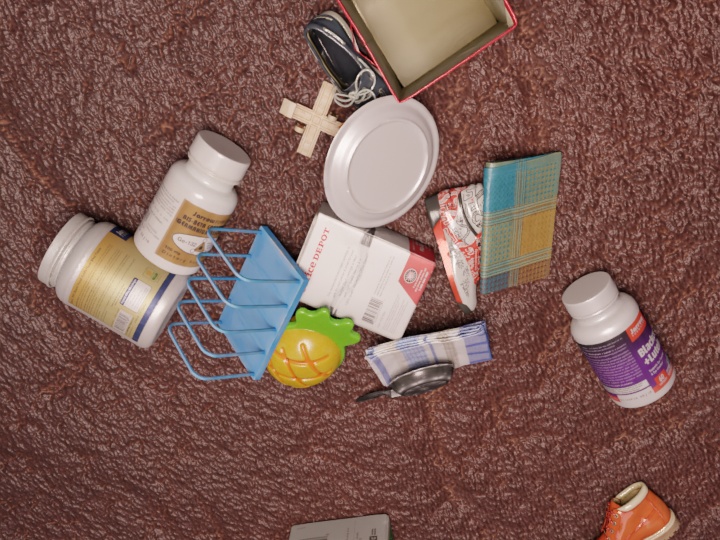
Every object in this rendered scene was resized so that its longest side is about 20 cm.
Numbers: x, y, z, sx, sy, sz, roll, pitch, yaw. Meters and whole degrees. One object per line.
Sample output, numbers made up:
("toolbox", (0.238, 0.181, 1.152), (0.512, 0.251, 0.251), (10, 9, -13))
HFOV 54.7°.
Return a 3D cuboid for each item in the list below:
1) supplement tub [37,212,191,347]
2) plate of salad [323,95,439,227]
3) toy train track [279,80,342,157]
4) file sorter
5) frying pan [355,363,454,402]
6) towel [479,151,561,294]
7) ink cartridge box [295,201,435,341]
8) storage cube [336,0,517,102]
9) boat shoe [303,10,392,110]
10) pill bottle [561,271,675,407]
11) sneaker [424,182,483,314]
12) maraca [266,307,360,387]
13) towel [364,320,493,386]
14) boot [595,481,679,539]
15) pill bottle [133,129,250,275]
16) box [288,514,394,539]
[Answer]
("supplement tub", (-0.383, 0.014, 1.096), (0.198, 0.145, 0.145), (32, 109, -8))
("plate of salad", (0.029, -0.158, 1.015), (0.198, 0.048, 0.203), (-19, 128, -26))
("toy train track", (-0.029, -0.208, 1.051), (0.197, 0.033, 0.116), (23, 110, -6))
("file sorter", (-0.196, 0.051, 1.069), (0.121, 0.139, 0.202), (1, 126, -44))
("frying pan", (0.068, 0.193, 1.154), (0.187, 0.115, 0.031), (-20, 68, 9))
("towel", (0.239, -0.073, 1.054), (0.145, 0.022, 0.203), (-12, 114, -28))
("ink cartridge box", (0.000, 0.000, 1.099), (0.197, 0.083, 0.148), (23, 110, -5))
("storage cube", (0.079, -0.350, 0.915), (0.198, 0.180, 0.172), (-30, 106, 15))
("boat shoe", (-0.007, -0.274, 0.996), (0.074, 0.062, 0.201), (-19, 114, 37))
("pill bottle", (0.401, 0.106, 1.096), (0.111, 0.112, 0.201), (-32, 105, 14))
("sneaker", (0.179, -0.034, 1.083), (0.106, 0.067, 0.204), (-17, 106, 12))
("maraca", (-0.084, 0.120, 1.121), (0.136, 0.108, 0.200), (23, 137, -22))
("towel", (0.114, 0.140, 1.131), (0.197, 0.024, 0.147), (-14, 149, 8))
("boot", (0.457, 0.463, 1.249), (0.199, 0.075, 0.108), (-40, 100, 7))
("pill bottle", (-0.252, -0.104, 1.061), (0.113, 0.115, 0.201), (32, 109, -8))
("box", (-0.030, 0.581, 1.250), (0.196, 0.200, 0.174), (-9, 110, 7))
